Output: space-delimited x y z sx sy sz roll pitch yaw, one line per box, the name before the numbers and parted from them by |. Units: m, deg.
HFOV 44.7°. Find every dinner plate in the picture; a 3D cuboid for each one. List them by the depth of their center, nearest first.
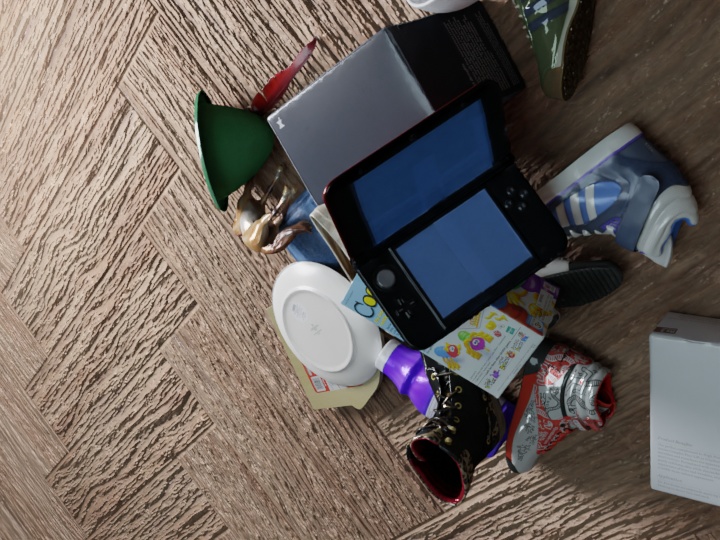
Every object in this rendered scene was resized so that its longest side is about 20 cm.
dinner plate | -0.056 0.081 1.247 0.200 0.024 0.201 21 126 32

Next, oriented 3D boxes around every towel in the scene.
towel | -0.035 -0.073 1.191 0.112 0.049 0.200 52 132 4

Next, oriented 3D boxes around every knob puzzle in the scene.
knob puzzle | -0.033 0.110 1.284 0.219 0.030 0.220 20 124 33

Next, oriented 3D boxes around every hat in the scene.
hat | -0.124 -0.182 1.200 0.175 0.200 0.166 -9 73 1

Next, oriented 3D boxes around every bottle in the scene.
bottle | 0.112 0.165 1.173 0.200 0.065 0.084 33 136 18

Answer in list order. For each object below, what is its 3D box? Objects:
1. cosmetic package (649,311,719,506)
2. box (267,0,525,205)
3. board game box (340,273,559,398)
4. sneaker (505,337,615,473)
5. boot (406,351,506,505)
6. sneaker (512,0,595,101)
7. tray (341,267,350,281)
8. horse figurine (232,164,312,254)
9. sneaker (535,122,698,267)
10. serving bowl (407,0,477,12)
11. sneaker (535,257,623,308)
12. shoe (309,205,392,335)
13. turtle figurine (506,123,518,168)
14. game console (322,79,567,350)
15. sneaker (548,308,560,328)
cosmetic package | 0.378 0.154 0.968 0.101 0.074 0.201 9 114 34
box | 0.041 -0.186 0.978 0.200 0.198 0.124 -27 93 42
board game box | 0.099 0.027 0.958 0.200 0.103 0.105 31 127 3
sneaker | 0.249 0.189 1.086 0.108 0.067 0.202 23 121 30
boot | 0.101 0.160 1.032 0.073 0.151 0.201 -12 110 31
sneaker | 0.192 -0.283 0.907 0.090 0.067 0.201 17 115 31
tray | 0.046 0.008 1.126 0.099 0.037 0.200 59 157 -1
horse figurine | -0.135 -0.077 1.220 0.133 0.050 0.200 -62 35 16
sneaker | 0.265 -0.047 0.951 0.200 0.081 0.147 -42 79 36
serving bowl | 0.120 -0.348 0.880 0.066 0.201 0.200 18 135 -23
sneaker | 0.204 -0.002 1.024 0.199 0.089 0.074 -10 143 26
shoe | 0.000 0.000 1.094 0.200 0.053 0.070 63 156 -10
turtle figurine | 0.114 -0.100 1.009 0.200 0.100 0.150 111 156 -55
game console | 0.089 -0.048 0.839 0.173 0.200 0.119 55 173 8
sneaker | 0.154 0.062 1.100 0.200 0.075 0.081 -15 92 40
